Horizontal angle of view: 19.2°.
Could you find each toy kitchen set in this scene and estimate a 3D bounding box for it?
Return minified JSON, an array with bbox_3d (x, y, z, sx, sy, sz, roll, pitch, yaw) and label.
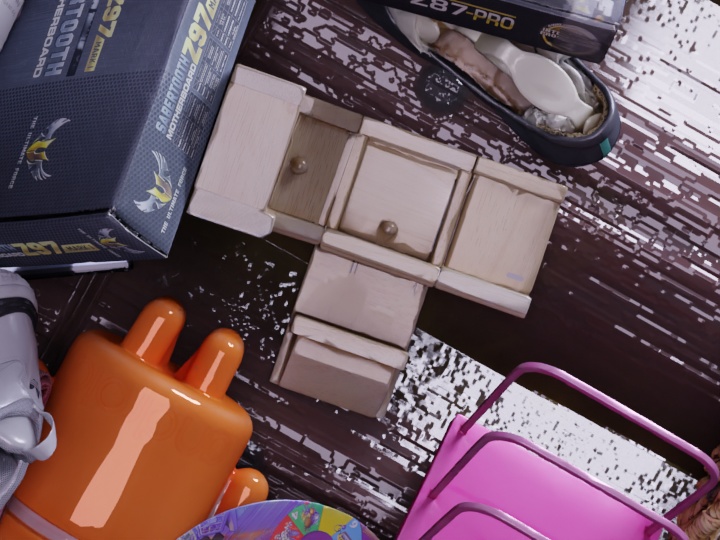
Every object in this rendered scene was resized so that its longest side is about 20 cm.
[{"bbox_3d":[0.000,0.000,1.153,0.199,0.180,0.164,19,92,-4],"label":"toy kitchen set"}]

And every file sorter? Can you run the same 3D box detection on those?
[{"bbox_3d":[0.089,0.172,1.146,0.139,0.125,0.200,29,60,-2],"label":"file sorter"}]

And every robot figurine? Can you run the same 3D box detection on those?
[{"bbox_3d":[-0.138,0.112,1.188,0.144,0.117,0.201,27,91,-41],"label":"robot figurine"}]

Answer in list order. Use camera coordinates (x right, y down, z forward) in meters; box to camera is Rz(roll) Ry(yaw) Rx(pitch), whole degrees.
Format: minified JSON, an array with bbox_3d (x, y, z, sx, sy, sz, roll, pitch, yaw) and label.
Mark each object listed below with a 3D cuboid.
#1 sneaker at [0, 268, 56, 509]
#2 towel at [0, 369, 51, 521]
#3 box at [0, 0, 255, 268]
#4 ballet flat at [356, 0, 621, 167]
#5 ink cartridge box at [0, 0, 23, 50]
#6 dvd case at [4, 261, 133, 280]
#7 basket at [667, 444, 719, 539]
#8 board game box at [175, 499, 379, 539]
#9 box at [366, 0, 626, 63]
[{"bbox_3d":[-0.250,0.085,1.103,0.199,0.075,0.115,-25,58,3],"label":"sneaker"},{"bbox_3d":[-0.273,0.091,1.184,0.199,0.023,0.145,21,90,29],"label":"towel"},{"bbox_3d":[-0.141,-0.100,1.118,0.157,0.051,0.201,-2,61,39],"label":"box"},{"bbox_3d":[0.069,-0.135,1.207,0.200,0.073,0.073,41,91,-1],"label":"ballet flat"},{"bbox_3d":[-0.225,-0.238,1.132,0.146,0.086,0.201,21,79,11],"label":"ink cartridge box"},{"bbox_3d":[-0.211,-0.093,1.229,0.142,0.018,0.201,-5,92,-1],"label":"dvd case"},{"bbox_3d":[0.284,0.162,1.181,0.199,0.143,0.149,28,90,-1],"label":"basket"},{"bbox_3d":[-0.048,0.228,1.183,0.157,0.039,0.201,-3,107,-28],"label":"board game box"},{"bbox_3d":[0.082,-0.228,1.181,0.161,0.049,0.201,17,68,-2],"label":"box"}]
